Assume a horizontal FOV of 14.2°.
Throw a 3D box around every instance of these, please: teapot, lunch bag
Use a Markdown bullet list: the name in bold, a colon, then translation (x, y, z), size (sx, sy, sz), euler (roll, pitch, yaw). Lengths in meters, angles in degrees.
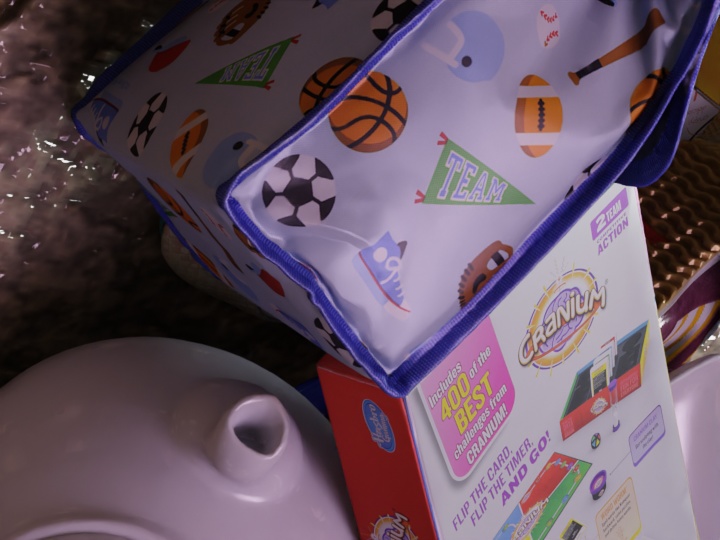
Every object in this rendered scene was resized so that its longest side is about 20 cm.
- **teapot**: translation (-0.088, 0.132, 1.076), size (0.146, 0.196, 0.201), euler (-67, 144, -66)
- **lunch bag**: translation (0.023, -0.072, 1.021), size (0.200, 0.170, 0.124), euler (-46, 118, -8)

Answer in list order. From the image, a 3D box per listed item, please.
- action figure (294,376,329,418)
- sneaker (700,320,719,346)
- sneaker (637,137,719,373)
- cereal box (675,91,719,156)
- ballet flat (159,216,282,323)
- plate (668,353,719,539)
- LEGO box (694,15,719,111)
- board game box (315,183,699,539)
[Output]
- **action figure**: translation (-0.058, 0.085, 1.164), size (0.199, 0.066, 0.052), euler (-27, 170, 12)
- **sneaker**: translation (0.123, 0.066, 1.327), size (0.198, 0.130, 0.080), euler (-14, 134, -41)
- **sneaker**: translation (0.107, 0.022, 1.234), size (0.200, 0.075, 0.091), euler (-29, 142, -39)
- **cereal box**: translation (0.163, -0.088, 1.299), size (0.143, 0.040, 0.201), euler (-23, 139, -31)
- **ballet flat**: translation (0.000, 0.000, 1.181), size (0.200, 0.062, 0.068), euler (13, 114, -53)
- **plate**: translation (0.082, 0.153, 1.221), size (0.199, 0.032, 0.201), euler (-27, 123, -36)
- **LEGO box**: translation (0.163, -0.169, 1.089), size (0.077, 0.149, 0.201), euler (-2, 120, -29)
- **board game box**: translation (0.062, 0.075, 1.098), size (0.153, 0.040, 0.201), euler (-43, 133, -36)
